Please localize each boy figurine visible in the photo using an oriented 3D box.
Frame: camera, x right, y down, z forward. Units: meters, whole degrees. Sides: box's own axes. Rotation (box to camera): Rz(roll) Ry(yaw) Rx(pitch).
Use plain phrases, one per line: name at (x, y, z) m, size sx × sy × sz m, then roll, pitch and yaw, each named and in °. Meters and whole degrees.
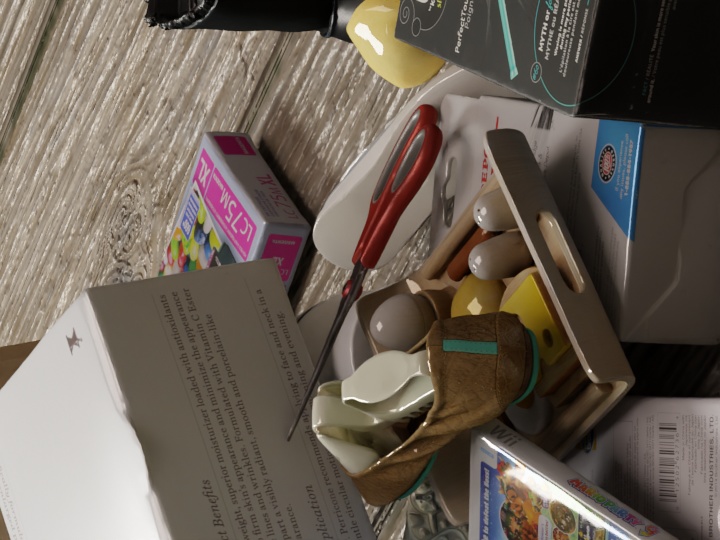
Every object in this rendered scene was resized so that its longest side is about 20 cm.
boy figurine at (0.059, -0.198, 1.585) m, size 0.064 × 0.124 × 0.200 m, roll 34°, pitch 113°, yaw 17°

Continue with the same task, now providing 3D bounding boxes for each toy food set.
toy food set at (0.063, 0.034, 1.476) m, size 0.144 × 0.060 × 0.200 m, roll 66°, pitch 153°, yaw 18°

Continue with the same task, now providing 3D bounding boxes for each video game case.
video game case at (0.127, 0.178, 1.426) m, size 0.200 × 0.018 × 0.143 m, roll 32°, pitch 136°, yaw 40°

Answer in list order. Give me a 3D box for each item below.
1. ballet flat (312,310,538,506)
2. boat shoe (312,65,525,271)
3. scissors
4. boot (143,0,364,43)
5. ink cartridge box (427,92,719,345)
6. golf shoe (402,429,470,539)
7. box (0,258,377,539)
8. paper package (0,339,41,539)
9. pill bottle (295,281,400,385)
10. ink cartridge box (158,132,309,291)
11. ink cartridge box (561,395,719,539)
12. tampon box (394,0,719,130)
ballet flat at (0.019, 0.070, 1.448) m, size 0.200 × 0.072 × 0.068 m, roll 141°, pitch 132°, yaw -59°
boat shoe at (0.047, -0.075, 1.646) m, size 0.200 × 0.072 × 0.069 m, roll -50°, pitch 16°, yaw 39°
scissors at (0.000, 0.000, 1.571) m, size 0.200 × 0.014 × 0.073 m, roll -65°, pitch 14°, yaw 5°
boot at (-0.030, -0.169, 1.691) m, size 0.198 × 0.162 × 0.073 m, roll 16°, pitch 103°, yaw 61°
ink cartridge box at (0.116, -0.032, 1.509) m, size 0.200 × 0.068 × 0.116 m, roll 16°, pitch 103°, yaw 60°
golf shoe at (0.056, 0.144, 1.601) m, size 0.097 × 0.078 × 0.200 m, roll -63°, pitch -4°, yaw -87°
box at (-0.110, 0.128, 1.620) m, size 0.200 × 0.131 × 0.199 m, roll -44°, pitch 62°, yaw 53°
paper package at (-0.234, 0.155, 1.956) m, size 0.200 × 0.191 × 0.103 m, roll 98°, pitch 154°, yaw -42°
pill bottle at (-0.011, 0.078, 1.683) m, size 0.200 × 0.116 × 0.116 m, roll -29°, pitch 62°, yaw 57°
ink cartridge box at (-0.099, 0.021, 1.913) m, size 0.119 × 0.042 × 0.200 m, roll 55°, pitch 135°, yaw 49°
ink cartridge box at (0.146, 0.125, 1.471) m, size 0.200 × 0.042 × 0.119 m, roll -3°, pitch 85°, yaw 59°
tampon box at (0.126, -0.165, 1.443) m, size 0.200 × 0.126 × 0.150 m, roll 32°, pitch 115°, yaw 59°
